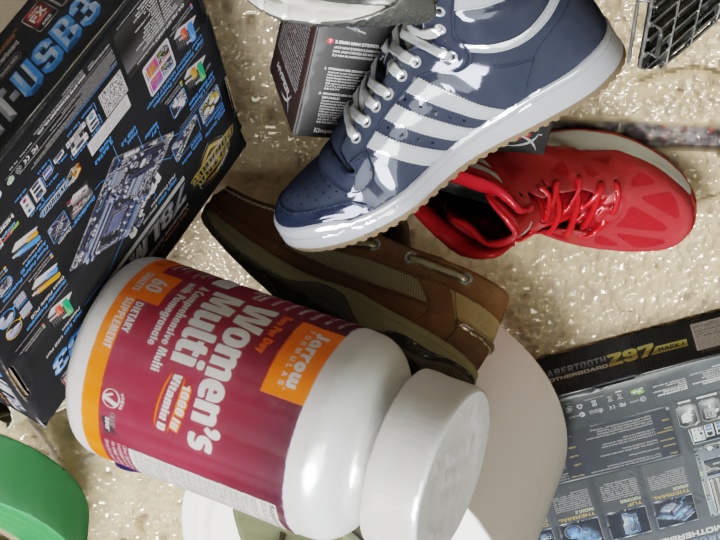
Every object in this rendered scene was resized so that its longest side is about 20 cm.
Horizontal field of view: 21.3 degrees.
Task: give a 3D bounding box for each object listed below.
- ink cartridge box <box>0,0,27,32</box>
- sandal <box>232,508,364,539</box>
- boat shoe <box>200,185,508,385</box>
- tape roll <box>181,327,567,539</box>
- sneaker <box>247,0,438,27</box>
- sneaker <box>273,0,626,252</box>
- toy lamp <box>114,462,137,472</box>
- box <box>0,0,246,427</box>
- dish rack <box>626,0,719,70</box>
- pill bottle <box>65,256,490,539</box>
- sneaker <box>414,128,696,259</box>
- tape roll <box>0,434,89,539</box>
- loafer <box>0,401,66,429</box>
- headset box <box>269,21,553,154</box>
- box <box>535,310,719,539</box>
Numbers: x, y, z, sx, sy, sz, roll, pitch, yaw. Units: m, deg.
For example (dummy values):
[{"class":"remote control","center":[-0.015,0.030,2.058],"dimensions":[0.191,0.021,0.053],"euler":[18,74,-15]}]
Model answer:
[{"class":"ink cartridge box","center":[-0.216,-0.062,1.030],"dimensions":[0.083,0.145,0.201],"euler":[7,124,-7]},{"class":"sandal","center":[-0.030,0.199,1.074],"dimensions":[0.079,0.057,0.202],"euler":[6,127,19]},{"class":"boat shoe","center":[0.000,0.000,1.062],"dimensions":[0.074,0.199,0.076],"euler":[-54,148,-9]},{"class":"tape roll","center":[0.010,0.128,1.133],"dimensions":[0.201,0.140,0.204],"euler":[11,129,15]},{"class":"sneaker","center":[-0.031,-0.167,0.905],"dimensions":[0.073,0.200,0.081],"euler":[-5,115,-38]},{"class":"sneaker","center":[0.023,-0.098,0.952],"dimensions":[0.199,0.070,0.109],"euler":[-31,125,10]},{"class":"toy lamp","center":[-0.122,0.012,1.102],"dimensions":[0.058,0.058,0.202],"euler":[0,99,-2]},{"class":"box","center":[-0.141,-0.048,0.954],"dimensions":[0.049,0.201,0.199],"euler":[28,160,18]},{"class":"dish rack","center":[0.173,-0.205,0.960],"dimensions":[0.054,0.153,0.201],"euler":[30,138,27]},{"class":"pill bottle","center":[-0.041,0.072,0.977],"dimensions":[0.198,0.110,0.110],"euler":[18,127,21]},{"class":"sneaker","center":[0.103,-0.030,1.081],"dimensions":[0.198,0.116,0.079],"euler":[13,122,-11]},{"class":"tape roll","center":[-0.270,0.164,1.199],"dimensions":[0.198,0.049,0.201],"euler":[0,144,0]},{"class":"loafer","center":[-0.200,0.057,1.156],"dimensions":[0.198,0.069,0.076],"euler":[-13,123,6]},{"class":"headset box","center":[0.046,-0.168,0.999],"dimensions":[0.147,0.075,0.201],"euler":[2,125,-18]},{"class":"box","center":[0.176,0.119,1.221],"dimensions":[0.198,0.051,0.159],"euler":[-15,120,9]}]
